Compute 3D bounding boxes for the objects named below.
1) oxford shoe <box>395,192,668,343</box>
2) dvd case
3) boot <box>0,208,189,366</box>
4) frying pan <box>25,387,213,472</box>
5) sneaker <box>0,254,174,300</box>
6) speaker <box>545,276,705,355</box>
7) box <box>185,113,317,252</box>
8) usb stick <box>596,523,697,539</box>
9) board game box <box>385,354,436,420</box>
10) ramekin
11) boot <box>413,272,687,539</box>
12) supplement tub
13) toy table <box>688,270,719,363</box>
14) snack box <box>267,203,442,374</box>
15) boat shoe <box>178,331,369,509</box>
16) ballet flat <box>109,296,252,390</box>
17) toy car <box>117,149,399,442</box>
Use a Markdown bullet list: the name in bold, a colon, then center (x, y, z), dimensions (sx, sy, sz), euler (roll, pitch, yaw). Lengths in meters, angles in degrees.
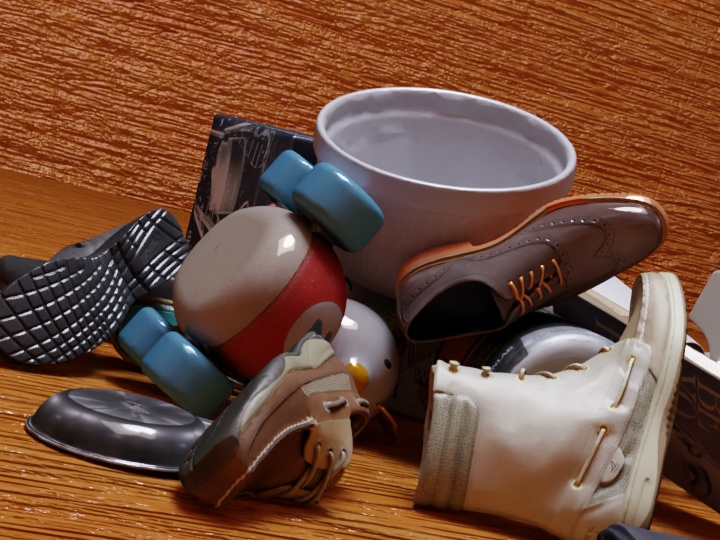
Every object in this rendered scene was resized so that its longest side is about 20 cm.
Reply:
- **oxford shoe**: center (0.119, 0.007, 1.190), dimensions (0.199, 0.072, 0.073), euler (-21, 26, 14)
- **dvd case**: center (0.221, 0.099, 1.273), dimensions (0.016, 0.149, 0.200), euler (-37, 48, -25)
- **boot**: center (-0.225, 0.026, 1.255), dimensions (0.131, 0.070, 0.200), euler (-17, 8, 40)
- **frying pan**: center (-0.099, 0.099, 1.000), dimensions (0.188, 0.031, 0.115), euler (11, 6, -12)
- **sneaker**: center (-0.200, 0.009, 1.408), dimensions (0.198, 0.092, 0.076), euler (14, 6, 7)
- **speaker**: center (0.185, 0.038, 1.405), dimensions (0.081, 0.082, 0.200), euler (11, 24, -46)
- **box**: center (-0.077, -0.035, 1.685), dimensions (0.123, 0.202, 0.196), euler (12, 4, -27)
- **usb stick**: center (0.230, 0.181, 1.006), dimensions (0.199, 0.033, 0.055), euler (14, 3, -19)
- **board game box**: center (0.107, 0.100, 1.488), dimensions (0.147, 0.065, 0.200), euler (16, 2, 24)
- **ramekin**: center (0.058, -0.054, 1.314), dimensions (0.198, 0.106, 0.201), euler (6, 26, -3)
- **boot**: center (0.120, 0.074, 1.088), dimensions (0.153, 0.201, 0.072), euler (13, -31, 6)
- **supplement tub**: center (0.121, 0.090, 1.238), dimensions (0.122, 0.124, 0.200), euler (14, 4, -12)
- **toy table**: center (0.306, 0.108, 1.469), dimensions (0.117, 0.185, 0.200), euler (38, 8, 35)
- **snack box**: center (0.000, 0.000, 1.382), dimensions (0.199, 0.053, 0.142), euler (29, 42, 36)
- **boat shoe**: center (-0.036, 0.091, 0.971), dimensions (0.074, 0.076, 0.200), euler (44, 20, 2)
- **ballet flat**: center (-0.092, 0.059, 1.312), dimensions (0.198, 0.069, 0.063), euler (16, -10, -5)
- **toy car**: center (-0.030, 0.053, 1.205), dimensions (0.200, 0.185, 0.177), euler (43, -6, -19)
